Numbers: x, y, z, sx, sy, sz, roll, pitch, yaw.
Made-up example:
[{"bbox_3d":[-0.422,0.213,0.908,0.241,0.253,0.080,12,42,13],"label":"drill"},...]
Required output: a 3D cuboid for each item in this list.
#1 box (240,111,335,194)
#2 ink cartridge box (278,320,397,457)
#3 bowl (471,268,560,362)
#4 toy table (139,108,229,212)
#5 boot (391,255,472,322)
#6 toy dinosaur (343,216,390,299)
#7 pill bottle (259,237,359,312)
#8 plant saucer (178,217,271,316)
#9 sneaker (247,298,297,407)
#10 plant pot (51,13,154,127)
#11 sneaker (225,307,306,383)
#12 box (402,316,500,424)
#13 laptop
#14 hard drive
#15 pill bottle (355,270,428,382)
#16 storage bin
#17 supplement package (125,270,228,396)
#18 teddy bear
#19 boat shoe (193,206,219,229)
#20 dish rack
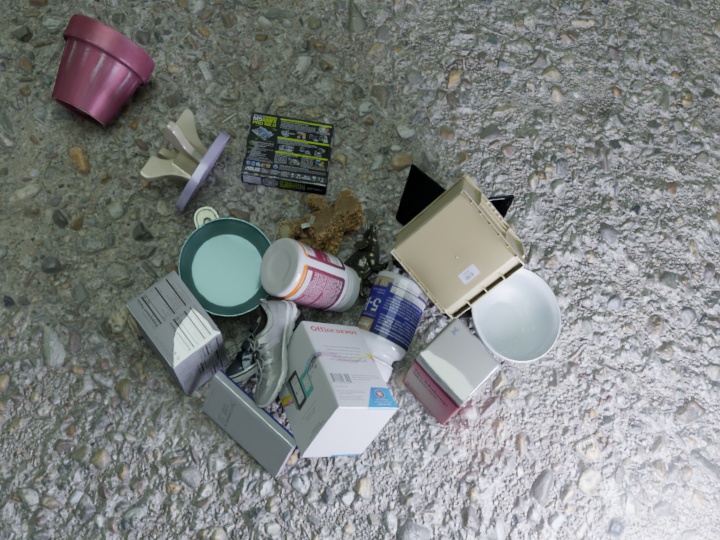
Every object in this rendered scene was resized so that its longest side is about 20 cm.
[{"bbox_3d":[-0.162,-0.266,1.731,0.194,0.044,0.164,8,67,-4],"label":"box"},{"bbox_3d":[-0.055,0.222,1.439,0.144,0.147,0.202,9,39,-38],"label":"ink cartridge box"},{"bbox_3d":[0.313,0.102,1.609,0.196,0.091,0.207,4,71,-12],"label":"bowl"},{"bbox_3d":[-0.376,-0.241,1.635,0.116,0.184,0.203,33,55,-10],"label":"toy table"},{"bbox_3d":[0.159,0.033,1.641,0.195,0.077,0.142,5,88,14],"label":"boot"},{"bbox_3d":[0.000,0.000,1.638,0.101,0.077,0.202,33,90,20],"label":"toy dinosaur"},{"bbox_3d":[-0.096,0.015,1.527,0.112,0.198,0.117,-13,68,36],"label":"pill bottle"},{"bbox_3d":[-0.265,-0.004,1.529,0.194,0.036,0.205,4,72,-11],"label":"plant saucer"},{"bbox_3d":[-0.179,0.150,1.422,0.080,0.074,0.205,16,73,-28],"label":"sneaker"},{"bbox_3d":[-0.578,-0.426,1.678,0.196,0.200,0.182,25,83,4],"label":"plant pot"},{"bbox_3d":[-0.194,0.137,1.493,0.198,0.078,0.081,-36,106,-25],"label":"sneaker"},{"bbox_3d":[0.173,0.202,1.499,0.108,0.201,0.128,-39,76,-20],"label":"box"},{"bbox_3d":[0.198,-0.133,1.643,0.195,0.189,0.118,-8,59,-15],"label":"laptop"},{"bbox_3d":[-0.213,0.294,1.458,0.199,0.133,0.025,40,47,10],"label":"hard drive"},{"bbox_3d":[0.052,0.116,1.558,0.117,0.120,0.204,23,78,3],"label":"pill bottle"},{"bbox_3d":[0.195,-0.043,1.520,0.199,0.094,0.199,-39,99,23],"label":"storage bin"},{"bbox_3d":[-0.347,0.125,1.470,0.110,0.201,0.156,-37,75,-19],"label":"supplement package"},{"bbox_3d":[-0.086,-0.093,1.668,0.144,0.067,0.200,40,76,20],"label":"teddy bear"},{"bbox_3d":[-0.306,-0.030,1.613,0.070,0.067,0.205,-13,86,-19],"label":"boat shoe"},{"bbox_3d":[-0.225,0.110,1.557,0.151,0.055,0.203,-27,84,-16],"label":"dish rack"}]
